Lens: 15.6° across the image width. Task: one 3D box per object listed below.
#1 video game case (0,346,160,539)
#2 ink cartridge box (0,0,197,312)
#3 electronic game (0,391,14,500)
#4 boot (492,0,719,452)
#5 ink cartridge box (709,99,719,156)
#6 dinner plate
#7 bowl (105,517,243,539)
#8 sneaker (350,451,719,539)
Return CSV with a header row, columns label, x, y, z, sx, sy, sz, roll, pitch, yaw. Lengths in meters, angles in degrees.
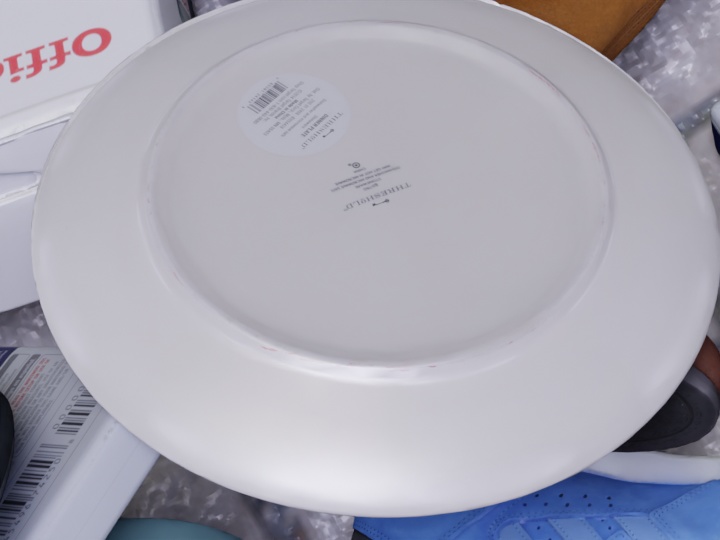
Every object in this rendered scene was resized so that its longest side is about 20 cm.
label,x,y,z,sx,sy,sz,roll,pitch,yaw
video game case,-0.152,0.105,0.768,0.182,0.023,0.200,-1,50,52
ink cartridge box,-0.132,-0.085,0.906,0.145,0.085,0.200,-18,48,6
electronic game,-0.170,0.104,0.722,0.200,0.200,0.042,-46,110,-5
boot,0.069,-0.049,0.838,0.188,0.069,0.200,18,57,34
ink cartridge box,0.247,-0.018,0.852,0.200,0.041,0.200,-29,68,1
dinner plate,0.005,-0.018,0.754,0.199,0.024,0.201,1,49,-1
bowl,-0.076,0.151,0.800,0.200,0.201,0.105,-27,49,2
sneaker,0.085,0.111,0.822,0.199,0.077,0.112,13,69,20
